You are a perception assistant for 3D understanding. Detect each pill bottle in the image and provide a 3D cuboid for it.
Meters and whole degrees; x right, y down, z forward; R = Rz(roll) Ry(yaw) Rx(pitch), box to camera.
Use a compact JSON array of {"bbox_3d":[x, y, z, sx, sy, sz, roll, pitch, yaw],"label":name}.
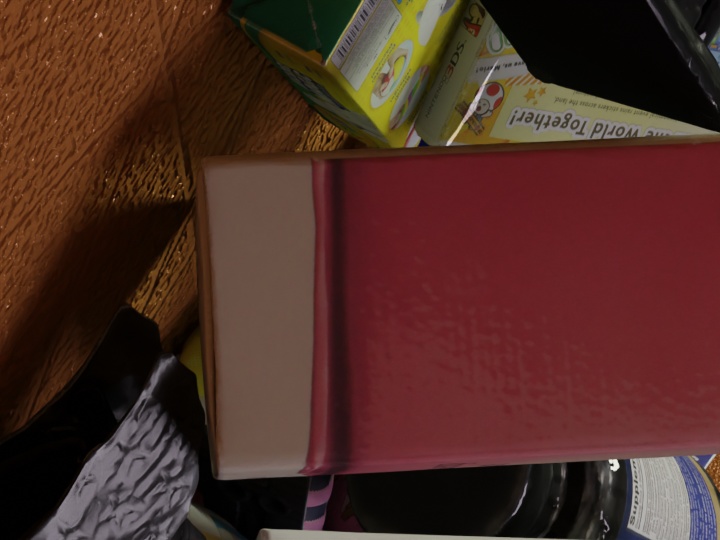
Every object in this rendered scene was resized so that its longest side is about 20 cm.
[{"bbox_3d":[0.077,0.104,1.101,0.112,0.112,0.200,-60,146,0],"label":"pill bottle"}]

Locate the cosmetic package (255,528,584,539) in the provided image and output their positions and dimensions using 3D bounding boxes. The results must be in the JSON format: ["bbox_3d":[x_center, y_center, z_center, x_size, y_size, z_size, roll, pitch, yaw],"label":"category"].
[{"bbox_3d":[0.047,0.165,0.998,0.108,0.199,0.085,111,-24,-43],"label":"cosmetic package"}]

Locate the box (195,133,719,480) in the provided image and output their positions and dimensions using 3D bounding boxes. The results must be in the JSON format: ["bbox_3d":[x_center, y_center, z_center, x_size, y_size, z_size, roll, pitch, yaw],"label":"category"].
[{"bbox_3d":[0.042,0.016,0.910,0.128,0.199,0.110,123,-37,-84],"label":"box"}]

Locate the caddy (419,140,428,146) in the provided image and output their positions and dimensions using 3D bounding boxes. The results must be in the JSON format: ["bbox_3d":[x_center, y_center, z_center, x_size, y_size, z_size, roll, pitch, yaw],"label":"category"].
[{"bbox_3d":[0.083,-0.026,1.186,0.105,0.141,0.201,-39,156,-48],"label":"caddy"}]

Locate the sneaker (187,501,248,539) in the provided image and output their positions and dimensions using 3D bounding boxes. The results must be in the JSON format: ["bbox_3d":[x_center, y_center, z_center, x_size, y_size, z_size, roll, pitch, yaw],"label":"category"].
[{"bbox_3d":[-0.082,0.123,1.030,0.077,0.081,0.200,-59,165,2],"label":"sneaker"}]

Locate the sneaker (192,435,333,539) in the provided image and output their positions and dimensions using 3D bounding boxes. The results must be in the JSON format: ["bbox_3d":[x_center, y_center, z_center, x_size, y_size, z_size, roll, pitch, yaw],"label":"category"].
[{"bbox_3d":[-0.038,0.092,1.151,0.200,0.070,0.082,110,7,-56],"label":"sneaker"}]

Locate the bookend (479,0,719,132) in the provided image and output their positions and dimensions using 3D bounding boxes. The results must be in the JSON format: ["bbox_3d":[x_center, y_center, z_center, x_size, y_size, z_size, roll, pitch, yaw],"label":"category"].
[{"bbox_3d":[0.102,-0.188,0.861,0.199,0.092,0.200,-57,140,-15],"label":"bookend"}]

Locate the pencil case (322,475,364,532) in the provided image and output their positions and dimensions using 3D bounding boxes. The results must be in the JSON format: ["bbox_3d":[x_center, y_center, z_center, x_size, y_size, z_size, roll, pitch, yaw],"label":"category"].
[{"bbox_3d":[0.015,0.122,1.198,0.201,0.082,0.087,-92,-155,-43],"label":"pencil case"}]

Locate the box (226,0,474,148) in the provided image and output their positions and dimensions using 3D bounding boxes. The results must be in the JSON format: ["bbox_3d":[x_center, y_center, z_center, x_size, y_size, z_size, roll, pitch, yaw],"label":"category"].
[{"bbox_3d":[0.017,-0.113,0.974,0.118,0.048,0.200,-60,164,-3],"label":"box"}]

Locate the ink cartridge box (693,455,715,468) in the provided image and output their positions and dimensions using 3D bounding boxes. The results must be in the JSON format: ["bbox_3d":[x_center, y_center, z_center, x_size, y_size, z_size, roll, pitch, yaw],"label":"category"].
[{"bbox_3d":[0.077,0.124,1.396,0.196,0.199,0.043,-44,120,-48],"label":"ink cartridge box"}]

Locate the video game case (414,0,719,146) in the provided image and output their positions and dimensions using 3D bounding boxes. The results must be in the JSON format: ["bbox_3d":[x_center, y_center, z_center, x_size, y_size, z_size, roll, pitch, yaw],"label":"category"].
[{"bbox_3d":[0.133,-0.121,1.030,0.199,0.023,0.183,5,118,-41],"label":"video game case"}]

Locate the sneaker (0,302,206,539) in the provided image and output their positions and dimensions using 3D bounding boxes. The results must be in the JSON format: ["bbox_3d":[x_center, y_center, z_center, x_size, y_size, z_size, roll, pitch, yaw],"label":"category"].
[{"bbox_3d":[-0.127,0.109,0.883,0.200,0.060,0.104,-38,136,-3],"label":"sneaker"}]

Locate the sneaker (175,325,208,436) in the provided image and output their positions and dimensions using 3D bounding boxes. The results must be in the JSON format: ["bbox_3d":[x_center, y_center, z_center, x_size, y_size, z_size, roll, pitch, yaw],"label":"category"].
[{"bbox_3d":[0.000,0.000,1.052,0.200,0.075,0.077,-33,146,-29],"label":"sneaker"}]
